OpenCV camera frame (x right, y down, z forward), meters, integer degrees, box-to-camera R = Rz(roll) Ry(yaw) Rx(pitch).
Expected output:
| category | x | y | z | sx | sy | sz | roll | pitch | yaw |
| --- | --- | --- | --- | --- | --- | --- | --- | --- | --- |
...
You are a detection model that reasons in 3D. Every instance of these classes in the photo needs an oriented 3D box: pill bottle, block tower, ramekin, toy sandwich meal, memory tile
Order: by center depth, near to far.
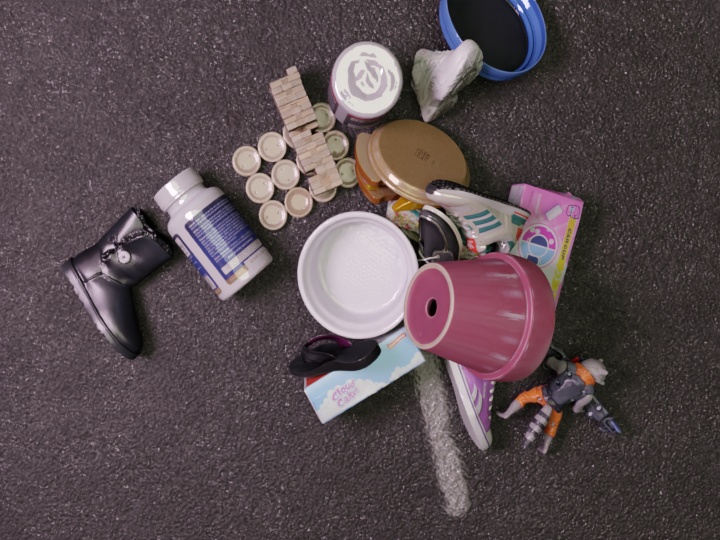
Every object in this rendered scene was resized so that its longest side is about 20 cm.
| category | x | y | z | sx | sy | sz | roll | pitch | yaw |
| --- | --- | --- | --- | --- | --- | --- | --- | --- | --- |
| pill bottle | 0.002 | -0.285 | 1.261 | 0.107 | 0.200 | 0.114 | 0 | 93 | -5 |
| pill bottle | -0.242 | -0.062 | 1.295 | 0.110 | 0.111 | 0.202 | -38 | 96 | -2 |
| ramekin | 0.000 | 0.000 | 1.310 | 0.194 | 0.098 | 0.206 | 1 | 101 | 5 |
| block tower | -0.092 | -0.226 | 1.313 | 0.057 | 0.054 | 0.205 | -21 | 94 | -4 |
| toy sandwich meal | 0.086 | -0.167 | 1.321 | 0.200 | 0.071 | 0.209 | 12 | 51 | -14 |
| memory tile | -0.106 | -0.175 | 1.349 | 0.197 | 0.017 | 0.156 | -29 | 95 | -4 |

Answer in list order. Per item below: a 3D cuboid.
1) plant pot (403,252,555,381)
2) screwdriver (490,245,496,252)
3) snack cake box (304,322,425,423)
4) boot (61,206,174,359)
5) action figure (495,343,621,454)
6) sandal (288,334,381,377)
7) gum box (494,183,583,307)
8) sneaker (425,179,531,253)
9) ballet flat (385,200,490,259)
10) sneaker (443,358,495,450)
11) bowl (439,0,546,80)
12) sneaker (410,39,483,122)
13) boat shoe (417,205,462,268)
| category | x | y | z | sx | sy | sz | roll | pitch | yaw |
| --- | --- | --- | --- | --- | --- | --- | --- | --- | --- |
| plant pot | 0.172 | 0.064 | 1.233 | 0.175 | 0.199 | 0.206 | 10 | 92 | -31 |
| screwdriver | 0.194 | -0.074 | 1.381 | 0.029 | 0.028 | 0.202 | -31 | 103 | 27 |
| snack cake box | 0.004 | 0.165 | 1.325 | 0.197 | 0.115 | 0.068 | -31 | 95 | -2 |
| boot | -0.371 | 0.019 | 1.304 | 0.166 | 0.076 | 0.202 | -35 | 89 | 2 |
| action figure | 0.358 | 0.234 | 1.363 | 0.199 | 0.104 | 0.194 | 42 | 105 | 5 |
| sandal | -0.047 | 0.128 | 1.278 | 0.075 | 0.198 | 0.049 | -45 | 112 | -42 |
| gum box | 0.296 | -0.045 | 1.360 | 0.111 | 0.066 | 0.205 | 14 | 91 | -11 |
| sneaker | 0.180 | -0.077 | 1.260 | 0.196 | 0.070 | 0.096 | 13 | 102 | -31 |
| ballet flat | 0.128 | -0.067 | 1.358 | 0.197 | 0.076 | 0.065 | 32 | 122 | -1 |
| sneaker | 0.218 | 0.200 | 1.369 | 0.112 | 0.073 | 0.206 | -17 | 94 | -7 |
| bowl | 0.217 | -0.409 | 1.315 | 0.196 | 0.039 | 0.206 | 8 | 70 | -23 |
| sneaker | 0.124 | -0.320 | 1.277 | 0.077 | 0.200 | 0.100 | -33 | 86 | -24 |
| boat shoe | 0.123 | -0.025 | 1.289 | 0.071 | 0.202 | 0.068 | 26 | 63 | 26 |
